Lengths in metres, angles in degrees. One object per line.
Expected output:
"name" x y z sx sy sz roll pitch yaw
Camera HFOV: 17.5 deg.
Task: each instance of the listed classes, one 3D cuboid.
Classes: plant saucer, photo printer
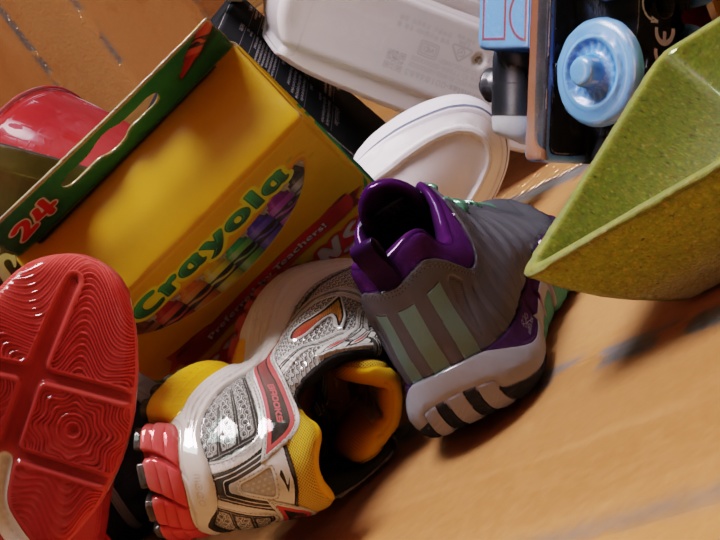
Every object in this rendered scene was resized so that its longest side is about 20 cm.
"plant saucer" 0.173 -0.068 0.840 0.200 0.048 0.200 -32 12 34
"photo printer" 0.028 -0.123 1.257 0.200 0.165 0.070 -120 51 -79

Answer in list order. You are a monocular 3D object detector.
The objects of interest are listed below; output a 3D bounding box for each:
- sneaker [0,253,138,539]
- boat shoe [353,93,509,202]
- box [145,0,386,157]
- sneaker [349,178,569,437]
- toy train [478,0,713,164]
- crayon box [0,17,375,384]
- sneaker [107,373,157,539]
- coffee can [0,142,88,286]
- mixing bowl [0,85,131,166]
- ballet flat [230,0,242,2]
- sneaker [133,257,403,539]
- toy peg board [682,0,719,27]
"sneaker" -0.128 0.084 0.922 0.116 0.078 0.201 -65 -8 -81
"boat shoe" 0.000 0.000 1.101 0.200 0.074 0.065 -49 15 0
"box" -0.046 -0.074 1.316 0.079 0.141 0.200 -50 8 10
"sneaker" 0.038 -0.012 0.931 0.074 0.088 0.200 -29 13 13
"toy train" 0.100 -0.139 1.021 0.086 0.201 0.114 -2 5 -43
"crayon box" -0.060 -0.015 0.978 0.127 0.051 0.200 -45 -24 3
"sneaker" -0.143 0.097 1.138 0.108 0.070 0.200 -40 13 -18
"coffee can" -0.198 0.040 1.005 0.146 0.145 0.201 -171 94 -76
"mixing bowl" -0.140 0.004 1.290 0.108 0.201 0.200 10 34 22
"ballet flat" -0.069 -0.183 1.311 0.069 0.070 0.200 -35 -1 13
"sneaker" -0.012 0.052 0.932 0.082 0.078 0.200 -3 21 23
"toy peg board" 0.198 -0.177 1.134 0.198 0.098 0.200 3 38 43
